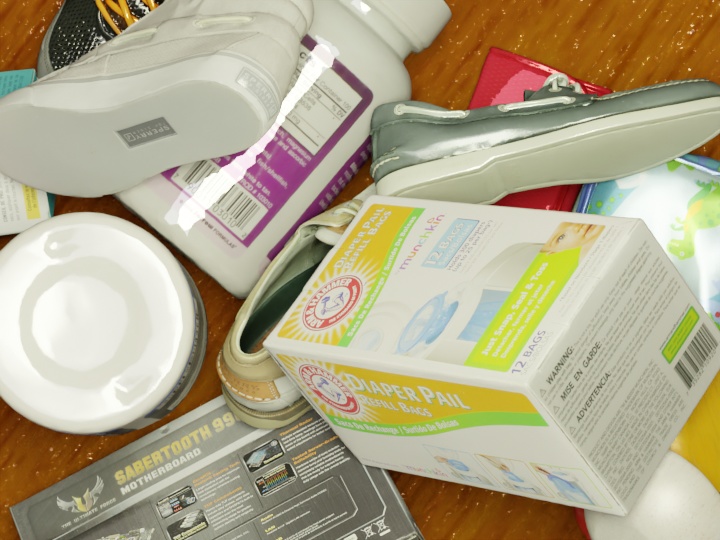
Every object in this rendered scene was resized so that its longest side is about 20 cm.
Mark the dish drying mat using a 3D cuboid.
[{"bbox_3d":[0.076,-0.022,1.563,0.077,0.018,0.200,20,86,3],"label":"dish drying mat"}]

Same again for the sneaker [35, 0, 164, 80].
[{"bbox_3d":[-0.104,-0.165,1.546,0.200,0.077,0.078,-40,88,-1],"label":"sneaker"}]

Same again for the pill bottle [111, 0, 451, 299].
[{"bbox_3d":[-0.043,-0.092,1.522,0.112,0.112,0.200,40,87,3],"label":"pill bottle"}]

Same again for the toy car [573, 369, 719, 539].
[{"bbox_3d":[0.186,0.135,1.442,0.175,0.150,0.200,-40,104,-37],"label":"toy car"}]

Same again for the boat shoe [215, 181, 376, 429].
[{"bbox_3d":[0.000,0.000,1.502,0.075,0.068,0.200,33,68,18],"label":"boat shoe"}]

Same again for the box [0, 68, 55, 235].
[{"bbox_3d":[-0.276,-0.057,1.537,0.200,0.049,0.082,-6,114,0],"label":"box"}]

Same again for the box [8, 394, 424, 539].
[{"bbox_3d":[-0.077,0.149,1.492,0.200,0.048,0.158,-28,45,-2],"label":"box"}]

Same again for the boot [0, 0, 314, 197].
[{"bbox_3d":[-0.111,-0.102,1.463,0.200,0.074,0.096,-7,41,35],"label":"boot"}]

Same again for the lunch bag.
[{"bbox_3d":[0.203,0.026,1.529,0.200,0.082,0.161,20,89,3],"label":"lunch bag"}]

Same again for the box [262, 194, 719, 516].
[{"bbox_3d":[0.066,0.039,1.388,0.113,0.200,0.101,-54,126,-23],"label":"box"}]

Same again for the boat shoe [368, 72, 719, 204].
[{"bbox_3d":[0.101,-0.081,1.475,0.200,0.073,0.062,-13,68,0],"label":"boat shoe"}]

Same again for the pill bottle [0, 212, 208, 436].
[{"bbox_3d":[-0.140,0.032,1.469,0.114,0.200,0.114,0,86,-1],"label":"pill bottle"}]
